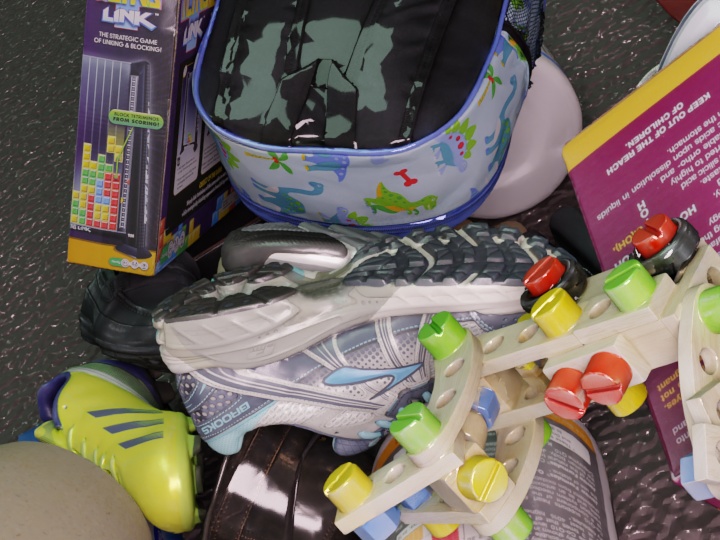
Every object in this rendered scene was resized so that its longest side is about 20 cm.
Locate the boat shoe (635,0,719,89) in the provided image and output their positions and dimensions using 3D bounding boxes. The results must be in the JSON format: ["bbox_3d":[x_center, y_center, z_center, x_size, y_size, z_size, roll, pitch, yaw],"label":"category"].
[{"bbox_3d":[0.160,-0.072,1.003,0.073,0.201,0.067,-16,50,-18],"label":"boat shoe"}]

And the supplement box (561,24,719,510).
[{"bbox_3d":[0.185,0.013,0.890,0.103,0.131,0.201,-38,41,24],"label":"supplement box"}]

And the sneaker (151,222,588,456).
[{"bbox_3d":[0.009,0.035,0.927,0.198,0.087,0.078,-9,20,9],"label":"sneaker"}]

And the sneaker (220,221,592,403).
[{"bbox_3d":[0.021,0.043,1.005,0.198,0.116,0.075,7,8,-21],"label":"sneaker"}]

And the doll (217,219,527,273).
[{"bbox_3d":[0.000,0.000,1.141,0.199,0.049,0.136,-6,6,-43],"label":"doll"}]

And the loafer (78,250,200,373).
[{"bbox_3d":[-0.121,0.018,1.167,0.200,0.068,0.071,-164,88,-70],"label":"loafer"}]

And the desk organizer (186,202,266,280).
[{"bbox_3d":[-0.060,0.022,1.244,0.071,0.077,0.200,-32,28,0],"label":"desk organizer"}]

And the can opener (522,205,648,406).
[{"bbox_3d":[0.137,0.012,1.075,0.053,0.067,0.200,-33,35,-5],"label":"can opener"}]

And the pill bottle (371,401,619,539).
[{"bbox_3d":[0.061,0.150,0.882,0.116,0.117,0.200,-24,29,14],"label":"pill bottle"}]

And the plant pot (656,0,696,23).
[{"bbox_3d":[0.270,-0.250,1.246,0.194,0.201,0.201,-21,29,36],"label":"plant pot"}]

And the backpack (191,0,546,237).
[{"bbox_3d":[0.009,-0.109,1.121,0.182,0.147,0.201,6,55,17],"label":"backpack"}]

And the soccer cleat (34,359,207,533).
[{"bbox_3d":[-0.132,0.098,1.098,0.083,0.065,0.200,-4,14,-16],"label":"soccer cleat"}]

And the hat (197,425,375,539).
[{"bbox_3d":[-0.031,0.116,1.046,0.080,0.202,0.201,17,41,3],"label":"hat"}]

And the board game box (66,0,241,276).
[{"bbox_3d":[-0.108,-0.103,1.171,0.056,0.167,0.200,8,16,10],"label":"board game box"}]

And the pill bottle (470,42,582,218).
[{"bbox_3d":[0.067,-0.125,1.312,0.113,0.114,0.200,-29,28,5],"label":"pill bottle"}]

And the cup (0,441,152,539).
[{"bbox_3d":[-0.180,0.170,1.006,0.199,0.201,0.144,-11,32,34],"label":"cup"}]

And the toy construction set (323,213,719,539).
[{"bbox_3d":[0.088,0.052,0.792,0.199,0.092,0.131,-5,38,39],"label":"toy construction set"}]

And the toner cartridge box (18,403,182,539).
[{"bbox_3d":[-0.154,0.146,1.179,0.095,0.043,0.200,-29,29,9],"label":"toner cartridge box"}]
